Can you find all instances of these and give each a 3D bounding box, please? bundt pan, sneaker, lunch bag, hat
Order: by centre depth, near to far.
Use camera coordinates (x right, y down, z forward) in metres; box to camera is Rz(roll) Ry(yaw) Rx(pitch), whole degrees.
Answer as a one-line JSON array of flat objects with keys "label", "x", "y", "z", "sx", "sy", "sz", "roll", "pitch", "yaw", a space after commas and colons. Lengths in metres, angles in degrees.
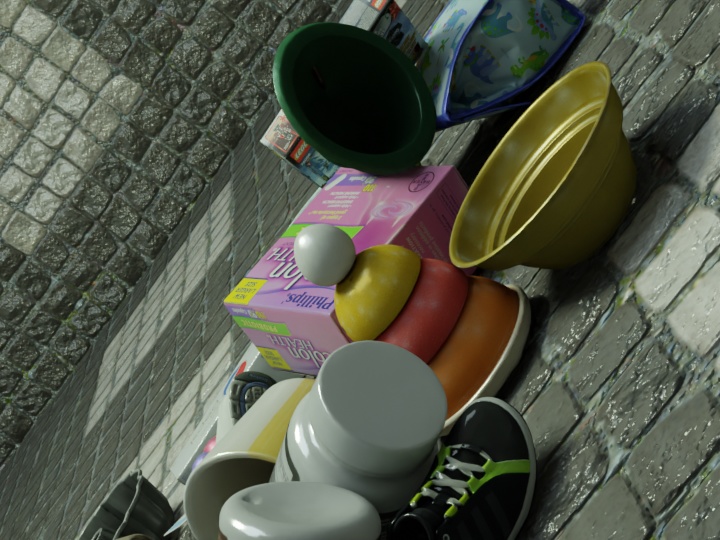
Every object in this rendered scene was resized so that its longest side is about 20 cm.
[{"label": "sneaker", "x": 0.061, "y": 0.169, "z": 0.924, "sx": 0.071, "sy": 0.083, "sz": 0.202, "roll": 7, "pitch": 63, "yaw": 29}, {"label": "sneaker", "x": -0.108, "y": 0.205, "z": 1.373, "sx": 0.087, "sy": 0.074, "sz": 0.203, "roll": 138, "pitch": 136, "yaw": -57}, {"label": "hat", "x": -0.029, "y": -0.127, "z": 1.389, "sx": 0.176, "sy": 0.198, "sz": 0.168, "roll": -44, "pitch": 43, "yaw": 51}, {"label": "lunch bag", "x": 0.128, "y": -0.228, "z": 1.544, "sx": 0.200, "sy": 0.127, "sz": 0.170, "roll": -48, "pitch": 12, "yaw": -13}, {"label": "bundt pan", "x": -0.299, "y": 0.351, "z": 1.730, "sx": 0.202, "sy": 0.075, "sz": 0.202, "roll": -51, "pitch": 15, "yaw": 19}]

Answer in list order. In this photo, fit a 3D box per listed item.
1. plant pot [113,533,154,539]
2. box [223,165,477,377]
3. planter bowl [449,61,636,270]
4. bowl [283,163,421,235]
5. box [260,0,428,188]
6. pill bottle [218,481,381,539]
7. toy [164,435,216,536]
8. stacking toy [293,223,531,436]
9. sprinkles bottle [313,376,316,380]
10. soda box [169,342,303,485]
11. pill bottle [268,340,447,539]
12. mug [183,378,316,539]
[{"label": "plant pot", "x": -0.268, "y": 0.364, "z": 1.435, "sx": 0.173, "sy": 0.201, "sz": 0.200, "roll": -34, "pitch": 19, "yaw": 12}, {"label": "box", "x": 0.000, "y": 0.000, "z": 1.340, "sx": 0.175, "sy": 0.097, "sz": 0.201, "roll": 5, "pitch": 48, "yaw": 52}, {"label": "planter bowl", "x": 0.165, "y": -0.064, "z": 1.140, "sx": 0.201, "sy": 0.083, "sz": 0.201, "roll": -50, "pitch": 16, "yaw": 19}, {"label": "bowl", "x": 0.010, "y": -0.055, "z": 1.559, "sx": 0.200, "sy": 0.108, "sz": 0.200, "roll": -45, "pitch": 13, "yaw": 13}, {"label": "box", "x": -0.014, "y": -0.192, "z": 1.495, "sx": 0.201, "sy": 0.040, "sz": 0.137, "roll": -56, "pitch": -22, "yaw": 0}, {"label": "pill bottle", "x": -0.044, "y": 0.251, "z": 0.928, "sx": 0.109, "sy": 0.108, "sz": 0.203, "roll": -134, "pitch": 46, "yaw": -76}, {"label": "toy", "x": -0.135, "y": 0.191, "z": 1.495, "sx": 0.115, "sy": 0.047, "sz": 0.200, "roll": -38, "pitch": 2, "yaw": 44}, {"label": "stacking toy", "x": 0.028, "y": 0.027, "z": 1.145, "sx": 0.146, "sy": 0.199, "sz": 0.146, "roll": -49, "pitch": 14, "yaw": 18}, {"label": "sprinkles bottle", "x": -0.001, "y": 0.067, "z": 1.419, "sx": 0.068, "sy": 0.068, "sz": 0.201, "roll": -43, "pitch": 19, "yaw": 37}, {"label": "soda box", "x": -0.142, "y": 0.172, "z": 1.650, "sx": 0.201, "sy": 0.063, "sz": 0.068, "roll": -56, "pitch": 14, "yaw": -7}, {"label": "pill bottle", "x": -0.007, "y": 0.153, "z": 1.034, "sx": 0.115, "sy": 0.113, "sz": 0.201, "roll": -70, "pitch": 0, "yaw": -46}, {"label": "mug", "x": -0.043, "y": 0.179, "z": 1.236, "sx": 0.154, "sy": 0.184, "sz": 0.151, "roll": -59, "pitch": -23, "yaw": -54}]
